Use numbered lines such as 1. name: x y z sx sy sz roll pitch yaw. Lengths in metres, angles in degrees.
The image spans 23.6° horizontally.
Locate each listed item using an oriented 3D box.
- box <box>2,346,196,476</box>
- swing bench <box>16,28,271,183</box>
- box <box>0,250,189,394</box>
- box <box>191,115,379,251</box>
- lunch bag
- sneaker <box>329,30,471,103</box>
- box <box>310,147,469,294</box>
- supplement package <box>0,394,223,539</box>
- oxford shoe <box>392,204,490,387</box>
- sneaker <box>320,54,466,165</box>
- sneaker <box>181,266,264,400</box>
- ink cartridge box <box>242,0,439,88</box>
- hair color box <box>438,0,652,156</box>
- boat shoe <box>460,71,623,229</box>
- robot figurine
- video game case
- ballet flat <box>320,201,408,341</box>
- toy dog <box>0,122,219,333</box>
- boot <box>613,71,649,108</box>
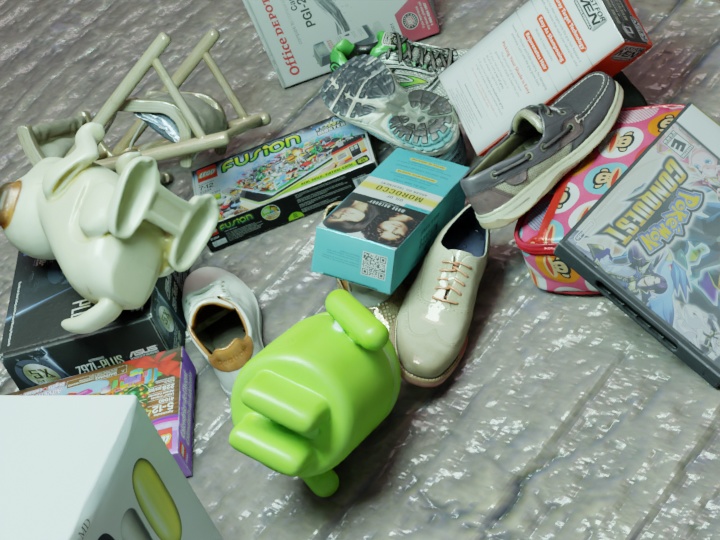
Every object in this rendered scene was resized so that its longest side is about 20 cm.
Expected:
1. box: -0.255 0.156 1.641 0.199 0.039 0.137 -16 43 11
2. swing bench: -0.227 -0.152 1.835 0.200 0.130 0.199 -31 4 15
3. box: -0.265 0.030 1.754 0.163 0.086 0.200 -14 40 11
4. box: -0.080 -0.099 1.844 0.199 0.035 0.110 -21 39 4
5. lunch bag: 0.230 -0.067 1.617 0.176 0.082 0.200 -1 44 33
6. sneaker: 0.054 -0.216 1.868 0.199 0.085 0.078 -2 44 24
7. box: 0.031 -0.050 1.641 0.082 0.049 0.200 17 31 17
8. supplement package: -0.237 0.237 1.416 0.146 0.200 0.192 -3 44 25
9. oxford shoe: 0.075 0.018 1.587 0.070 0.074 0.200 15 48 2
10. sneaker: 0.034 -0.155 1.810 0.078 0.086 0.200 -44 47 -9
11. sneaker: -0.137 0.039 1.681 0.073 0.085 0.200 -29 37 -3
12. ink cartridge box: -0.027 -0.314 1.972 0.199 0.146 0.085 -18 40 9
13. hair color box: 0.181 -0.207 1.711 0.200 0.061 0.102 -37 69 34
14. boat shoe: 0.169 -0.124 1.606 0.200 0.065 0.072 -46 26 -18
15. robot figurine: -0.037 0.104 1.493 0.115 0.176 0.200 22 23 16
16. video game case: 0.297 -0.026 1.497 0.181 0.026 0.200 41 66 10
17. ballet flat: 0.000 0.000 1.667 0.070 0.065 0.200 -26 39 -4
18. toy dog: -0.265 -0.043 1.685 0.200 0.139 0.195 21 92 38
19. boot: 0.225 -0.233 1.745 0.077 0.139 0.200 -20 37 -22
